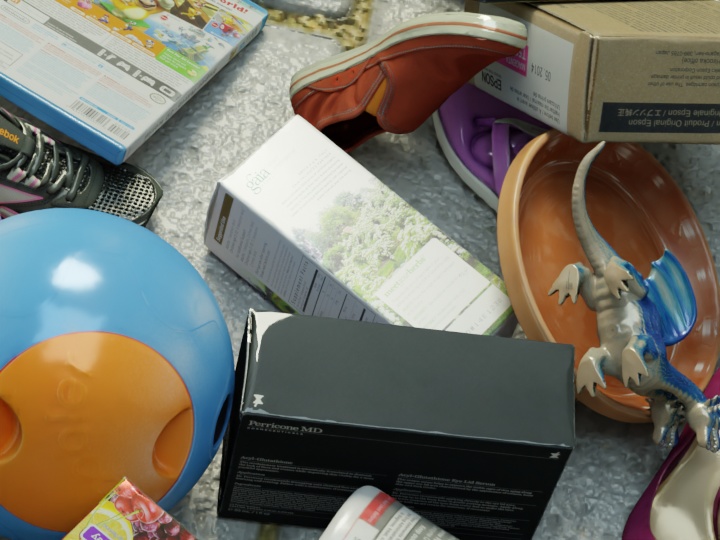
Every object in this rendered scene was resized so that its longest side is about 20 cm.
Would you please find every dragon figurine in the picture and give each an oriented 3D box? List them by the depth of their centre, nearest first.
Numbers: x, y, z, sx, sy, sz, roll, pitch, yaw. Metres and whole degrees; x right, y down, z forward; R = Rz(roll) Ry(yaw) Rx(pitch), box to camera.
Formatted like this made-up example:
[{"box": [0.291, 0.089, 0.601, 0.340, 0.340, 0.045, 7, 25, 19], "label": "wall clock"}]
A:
[{"box": [0.169, 0.023, 1.616, 0.099, 0.059, 0.200, -8, 81, -58], "label": "dragon figurine"}]

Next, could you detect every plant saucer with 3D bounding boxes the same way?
[{"box": [0.158, 0.002, 1.689, 0.200, 0.032, 0.200, 21, 58, -39], "label": "plant saucer"}]

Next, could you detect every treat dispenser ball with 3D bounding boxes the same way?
[{"box": [-0.175, 0.063, 1.550, 0.201, 0.201, 0.201, 4, 60, -7], "label": "treat dispenser ball"}]

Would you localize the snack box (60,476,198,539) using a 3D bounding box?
[{"box": [-0.180, 0.235, 1.470, 0.068, 0.169, 0.200, 39, 63, 15], "label": "snack box"}]

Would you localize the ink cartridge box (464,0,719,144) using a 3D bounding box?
[{"box": [0.179, -0.139, 1.721, 0.165, 0.075, 0.200, -1, 17, -21], "label": "ink cartridge box"}]

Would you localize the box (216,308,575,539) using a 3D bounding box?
[{"box": [0.020, 0.099, 1.598, 0.200, 0.141, 0.079, 7, 60, -6], "label": "box"}]

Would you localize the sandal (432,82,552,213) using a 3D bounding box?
[{"box": [0.124, -0.061, 1.758, 0.082, 0.050, 0.203, -27, 69, -22], "label": "sandal"}]

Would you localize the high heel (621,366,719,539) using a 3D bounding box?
[{"box": [0.216, 0.131, 1.637, 0.067, 0.096, 0.200, 22, 59, 4], "label": "high heel"}]

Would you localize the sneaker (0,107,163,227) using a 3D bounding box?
[{"box": [-0.226, -0.065, 1.681, 0.200, 0.086, 0.080, 11, 61, -4], "label": "sneaker"}]

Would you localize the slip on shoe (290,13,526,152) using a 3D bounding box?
[{"box": [0.032, -0.121, 1.702, 0.074, 0.200, 0.061, 8, 70, -44], "label": "slip on shoe"}]

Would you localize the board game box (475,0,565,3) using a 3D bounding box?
[{"box": [0.117, -0.209, 1.750, 0.200, 0.035, 0.135, -6, 18, -38], "label": "board game box"}]

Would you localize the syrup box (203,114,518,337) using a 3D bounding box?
[{"box": [0.000, 0.000, 1.685, 0.200, 0.081, 0.079, 39, 59, 13], "label": "syrup box"}]

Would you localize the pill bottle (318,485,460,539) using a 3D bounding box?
[{"box": [0.057, 0.225, 1.547, 0.200, 0.114, 0.114, 31, 60, 9], "label": "pill bottle"}]

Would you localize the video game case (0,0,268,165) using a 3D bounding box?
[{"box": [-0.168, -0.158, 1.749, 0.143, 0.018, 0.200, 31, 42, 9], "label": "video game case"}]
